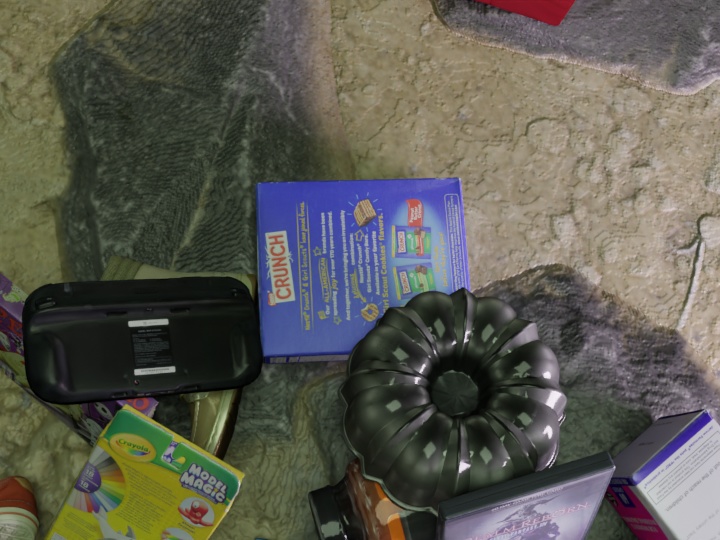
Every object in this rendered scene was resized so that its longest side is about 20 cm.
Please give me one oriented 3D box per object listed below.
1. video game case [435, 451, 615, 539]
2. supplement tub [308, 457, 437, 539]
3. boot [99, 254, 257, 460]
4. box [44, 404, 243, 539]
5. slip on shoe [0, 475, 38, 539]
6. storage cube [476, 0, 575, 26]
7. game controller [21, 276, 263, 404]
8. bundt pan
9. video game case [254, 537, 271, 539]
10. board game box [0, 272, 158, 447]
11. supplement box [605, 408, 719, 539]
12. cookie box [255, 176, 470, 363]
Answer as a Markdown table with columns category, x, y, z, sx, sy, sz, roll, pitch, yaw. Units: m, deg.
| category | x | y | z | sx | sy | sz | roll | pitch | yaw |
| --- | --- | --- | --- | --- | --- | --- | --- | --- | --- |
| video game case | 0.132 | 0.226 | 0.740 | 0.142 | 0.200 | 0.019 | -14 | 53 | -9 |
| supplement tub | 0.057 | 0.205 | 0.780 | 0.199 | 0.107 | 0.107 | -14 | 77 | -9 |
| boot | -0.184 | 0.087 | 0.804 | 0.154 | 0.072 | 0.201 | 10 | 68 | -4 |
| box | -0.181 | 0.198 | 0.718 | 0.117 | 0.200 | 0.048 | 32 | 32 | -5 |
| slip on shoe | -0.381 | 0.223 | 0.762 | 0.199 | 0.074 | 0.061 | -10 | 42 | -2 |
| storage cube | 0.170 | -0.392 | 0.905 | 0.170 | 0.180 | 0.201 | 14 | 76 | -2 |
| game controller | -0.181 | 0.057 | 0.740 | 0.199 | 0.042 | 0.105 | -2 | 73 | -25 |
| bundt pan | 0.081 | 0.103 | 0.729 | 0.201 | 0.076 | 0.203 | 1 | 66 | -3 |
| video game case | -0.045 | 0.355 | 0.778 | 0.142 | 0.018 | 0.201 | 11 | 75 | -3 |
| board game box | -0.273 | 0.087 | 0.773 | 0.200 | 0.120 | 0.032 | 38 | 47 | 5 |
| supplement box | 0.327 | 0.242 | 0.799 | 0.103 | 0.101 | 0.200 | -37 | 81 | -13 |
| cookie box | 0.000 | 0.000 | 0.842 | 0.199 | 0.075 | 0.172 | -1 | 76 | -7 |
